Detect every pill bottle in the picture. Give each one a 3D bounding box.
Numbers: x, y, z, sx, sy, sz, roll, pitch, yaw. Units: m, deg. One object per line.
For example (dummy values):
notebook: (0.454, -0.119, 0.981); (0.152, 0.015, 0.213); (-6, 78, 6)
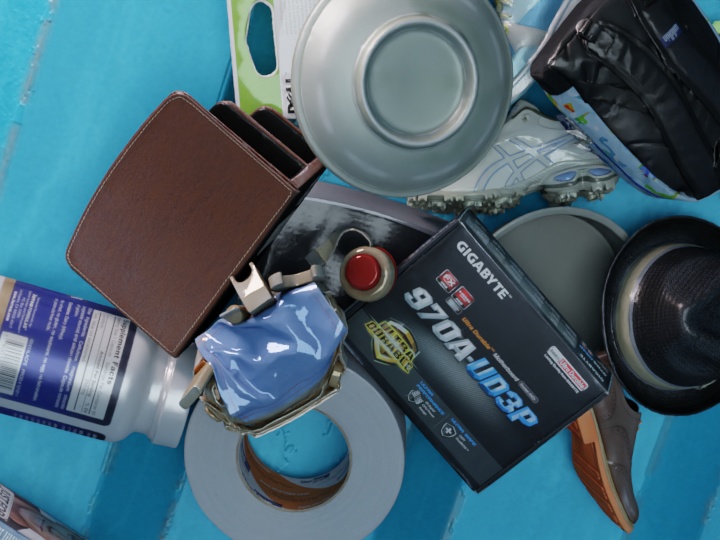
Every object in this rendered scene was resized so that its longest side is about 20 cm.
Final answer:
pill bottle: (-0.245, 0.085, 1.515); (0.198, 0.116, 0.117); (17, 98, -9)

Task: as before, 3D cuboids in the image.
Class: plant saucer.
plant saucer: (0.042, -0.158, 1.440); (0.198, 0.050, 0.203); (-3, 101, -17)

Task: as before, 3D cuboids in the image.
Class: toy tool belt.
toy tool belt: (-0.059, 0.050, 1.425); (0.199, 0.123, 0.125); (-39, 81, 7)

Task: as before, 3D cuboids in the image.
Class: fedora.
fedora: (0.312, 0.039, 1.540); (0.199, 0.091, 0.203); (2, 86, -34)

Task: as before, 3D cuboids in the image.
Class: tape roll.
tape roll: (-0.057, 0.156, 1.553); (0.198, 0.066, 0.203); (1, 110, 4)

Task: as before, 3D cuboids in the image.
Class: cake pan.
cake pan: (0.167, 0.034, 1.568); (0.198, 0.037, 0.203); (-7, 111, -18)

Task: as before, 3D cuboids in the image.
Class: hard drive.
hard drive: (0.000, 0.000, 1.563); (0.198, 0.042, 0.136); (16, 98, -9)

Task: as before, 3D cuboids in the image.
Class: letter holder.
letter holder: (-0.144, -0.054, 1.480); (0.142, 0.101, 0.201); (39, 116, 1)

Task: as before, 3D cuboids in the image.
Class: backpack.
backpack: (0.251, -0.151, 1.478); (0.200, 0.154, 0.164); (41, 75, -7)

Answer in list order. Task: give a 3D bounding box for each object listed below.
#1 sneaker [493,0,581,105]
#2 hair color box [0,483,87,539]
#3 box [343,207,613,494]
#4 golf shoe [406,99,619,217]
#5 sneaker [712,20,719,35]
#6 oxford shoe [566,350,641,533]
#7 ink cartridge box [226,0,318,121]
sneaker: (0.128, -0.246, 1.516); (0.130, 0.079, 0.201); (35, 85, -13)
hair color box: (-0.308, 0.249, 1.547); (0.199, 0.100, 0.061); (36, 94, -11)
box: (0.097, 0.071, 1.500); (0.159, 0.046, 0.200); (-39, 95, 22)
golf shoe: (0.132, -0.102, 1.555); (0.198, 0.078, 0.098); (-8, 84, -10)
sneaker: (0.350, -0.126, 1.557); (0.076, 0.084, 0.202); (-26, 102, 0)
oxford shoe: (0.234, 0.161, 1.586); (0.072, 0.071, 0.201); (-31, 127, -11)
ink cartridge box: (-0.013, -0.211, 1.509); (0.197, 0.076, 0.150); (-4, 101, 3)
